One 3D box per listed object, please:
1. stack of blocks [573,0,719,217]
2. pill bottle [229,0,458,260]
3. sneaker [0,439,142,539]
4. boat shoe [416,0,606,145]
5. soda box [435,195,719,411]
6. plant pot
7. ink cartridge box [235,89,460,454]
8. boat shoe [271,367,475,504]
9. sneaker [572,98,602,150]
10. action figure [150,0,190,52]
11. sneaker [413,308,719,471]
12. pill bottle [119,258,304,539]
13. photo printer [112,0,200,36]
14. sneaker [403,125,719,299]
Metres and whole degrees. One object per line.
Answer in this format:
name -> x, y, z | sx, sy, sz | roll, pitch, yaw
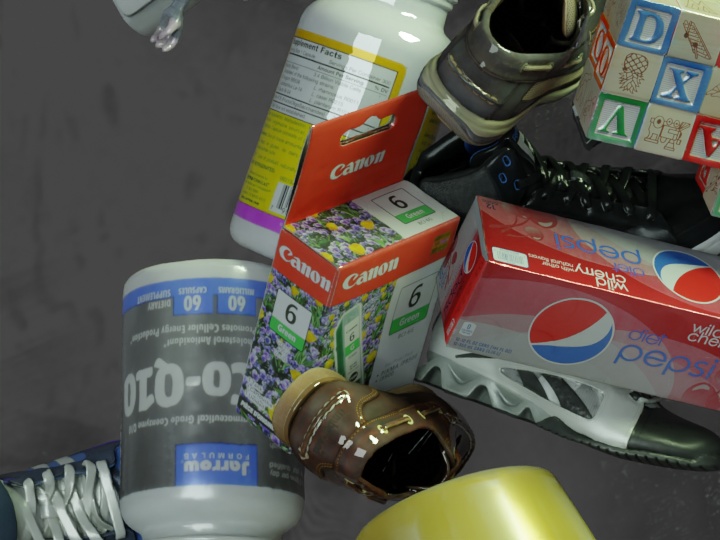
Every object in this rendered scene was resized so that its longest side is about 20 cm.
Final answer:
stack of blocks -> 0.226, -0.090, 1.349 | 0.199, 0.059, 0.116 | 13, 113, -9
pill bottle -> -0.002, -0.097, 1.451 | 0.104, 0.104, 0.201 | 21, 93, 16
sneaker -> -0.205, 0.157, 1.477 | 0.199, 0.146, 0.081 | -14, 84, 15
boat shoe -> 0.107, -0.139, 1.376 | 0.074, 0.200, 0.073 | 42, 128, 0
soda box -> 0.148, 0.022, 1.364 | 0.199, 0.064, 0.070 | 13, 126, -15
plant pot -> 0.084, 0.226, 1.376 | 0.200, 0.201, 0.190 | -26, 66, 14
ink cartridge box -> 0.000, 0.000, 1.359 | 0.050, 0.109, 0.201 | 36, 128, 28
boat shoe -> 0.021, 0.106, 1.382 | 0.070, 0.200, 0.071 | 31, 98, 27
sneaker -> 0.220, -0.114, 1.404 | 0.199, 0.080, 0.087 | -28, 91, 19
action figure -> -0.097, -0.234, 1.434 | 0.200, 0.134, 0.149 | 38, 55, 1
sneaker -> 0.133, 0.059, 1.420 | 0.199, 0.074, 0.089 | 21, 90, 20
pill bottle -> -0.090, 0.103, 1.444 | 0.113, 0.114, 0.201 | -6, 73, 16
photo printer -> -0.100, -0.271, 1.504 | 0.200, 0.069, 0.167 | -34, 80, 12
sneaker -> 0.122, -0.046, 1.396 | 0.199, 0.112, 0.073 | -11, 41, 9
